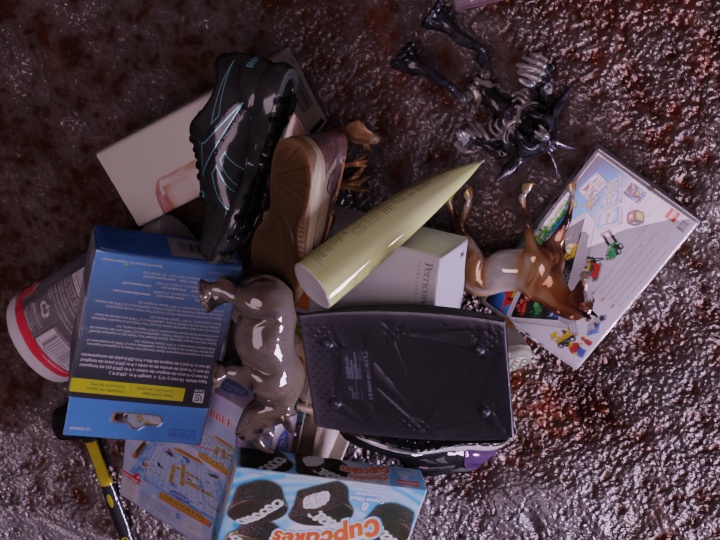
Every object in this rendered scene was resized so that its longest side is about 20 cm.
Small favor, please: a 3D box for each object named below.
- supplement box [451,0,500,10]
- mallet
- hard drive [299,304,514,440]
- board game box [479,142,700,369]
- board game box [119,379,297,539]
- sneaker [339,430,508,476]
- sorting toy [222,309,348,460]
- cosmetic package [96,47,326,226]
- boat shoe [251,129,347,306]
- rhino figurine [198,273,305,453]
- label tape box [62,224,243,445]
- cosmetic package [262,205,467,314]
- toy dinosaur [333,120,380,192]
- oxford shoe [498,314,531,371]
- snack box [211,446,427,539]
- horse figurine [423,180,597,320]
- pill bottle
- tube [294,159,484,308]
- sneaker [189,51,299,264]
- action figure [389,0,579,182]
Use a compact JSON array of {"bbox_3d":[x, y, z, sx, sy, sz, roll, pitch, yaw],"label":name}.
[{"bbox_3d":[0.173,-0.303,1.067,0.199,0.110,0.086,-11,107,12],"label":"supplement box"},{"bbox_3d":[-0.305,0.240,1.376,0.065,0.041,0.201,-3,113,9],"label":"mallet"},{"bbox_3d":[0.047,0.093,1.128,0.199,0.042,0.136,1,114,19],"label":"hard drive"},{"bbox_3d":[0.229,-0.012,1.205,0.126,0.035,0.200,35,111,-3],"label":"board game box"},{"bbox_3d":[-0.169,0.200,1.285,0.199,0.041,0.200,26,120,26],"label":"board game box"},{"bbox_3d":[0.057,0.186,1.245,0.199,0.076,0.088,10,131,-29],"label":"sneaker"},{"bbox_3d":[-0.089,0.108,1.267,0.179,0.107,0.201,18,117,12],"label":"sorting toy"},{"bbox_3d":[-0.145,-0.132,1.180,0.199,0.103,0.088,-24,104,17],"label":"cosmetic package"},{"bbox_3d":[-0.051,-0.047,1.123,0.072,0.072,0.201,38,135,29],"label":"boat shoe"},{"bbox_3d":[-0.098,0.091,1.138,0.087,0.060,0.201,-7,114,-2],"label":"rhino figurine"},{"bbox_3d":[-0.209,0.066,1.172,0.143,0.063,0.201,8,112,-20],"label":"label tape box"},{"bbox_3d":[0.000,0.000,1.190,0.199,0.071,0.102,14,113,24],"label":"cosmetic package"},{"bbox_3d":[-0.052,-0.105,1.172,0.200,0.106,0.061,-28,62,34],"label":"toy dinosaur"},{"bbox_3d":[0.088,0.096,1.247,0.199,0.075,0.058,-24,68,32],"label":"oxford shoe"},{"bbox_3d":[-0.043,0.248,1.217,0.199,0.037,0.117,9,117,-15],"label":"snack box"},{"bbox_3d":[0.140,-0.019,1.179,0.199,0.050,0.133,-1,95,28],"label":"horse figurine"},{"bbox_3d":[-0.262,0.026,1.248,0.199,0.111,0.111,-30,103,17],"label":"pill bottle"},{"bbox_3d":[0.029,-0.043,1.106,0.058,0.200,0.052,37,155,33],"label":"tube"},{"bbox_3d":[-0.119,-0.105,1.104,0.079,0.075,0.201,22,104,11],"label":"sneaker"},{"bbox_3d":[0.126,-0.161,1.132,0.200,0.102,0.119,38,99,-5],"label":"action figure"}]
